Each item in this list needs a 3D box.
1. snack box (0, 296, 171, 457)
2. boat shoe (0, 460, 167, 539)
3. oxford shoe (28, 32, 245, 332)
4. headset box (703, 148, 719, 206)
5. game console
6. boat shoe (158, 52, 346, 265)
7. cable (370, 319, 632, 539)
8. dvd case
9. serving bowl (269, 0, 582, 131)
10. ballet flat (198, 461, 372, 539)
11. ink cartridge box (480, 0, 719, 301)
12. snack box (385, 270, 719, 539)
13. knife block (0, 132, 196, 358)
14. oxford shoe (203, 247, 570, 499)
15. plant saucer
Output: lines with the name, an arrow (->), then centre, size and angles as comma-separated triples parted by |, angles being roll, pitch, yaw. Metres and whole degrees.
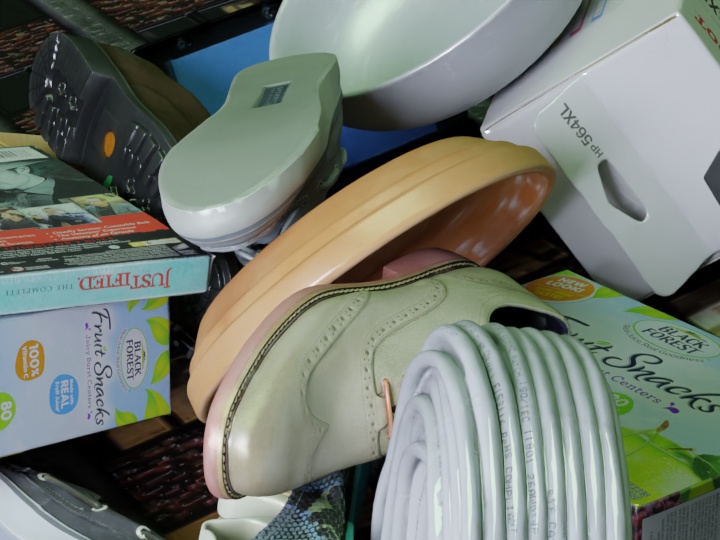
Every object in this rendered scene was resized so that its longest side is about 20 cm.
snack box -> -0.212, 0.037, 0.912 | 0.168, 0.068, 0.200 | 13, 17, 43
boat shoe -> -0.128, 0.120, 0.885 | 0.200, 0.070, 0.066 | 18, 21, 38
oxford shoe -> -0.091, -0.048, 1.026 | 0.084, 0.073, 0.200 | 5, 42, -38
headset box -> 0.265, -0.016, 0.941 | 0.199, 0.075, 0.149 | -3, 51, -28
game console -> -0.002, -0.072, 1.122 | 0.200, 0.119, 0.172 | -24, 34, -27
boat shoe -> -0.039, -0.042, 0.947 | 0.070, 0.072, 0.201 | -8, 21, 14
cable -> 0.046, 0.119, 0.729 | 0.069, 0.201, 0.200 | 4, 30, -6
dvd case -> -0.177, -0.021, 0.946 | 0.146, 0.022, 0.200 | -7, 22, -32
serving bowl -> 0.050, -0.145, 1.086 | 0.200, 0.066, 0.200 | -28, 35, 23
ballet flat -> -0.031, 0.106, 0.849 | 0.074, 0.075, 0.200 | -3, 14, 4
ink cartridge box -> 0.160, -0.088, 1.074 | 0.125, 0.129, 0.200 | -31, 20, 30
snack box -> 0.105, 0.067, 0.915 | 0.142, 0.053, 0.200 | -16, 27, -33
knife block -> -0.179, -0.005, 1.049 | 0.199, 0.064, 0.176 | 5, 29, -15
oxford shoe -> 0.014, 0.041, 0.833 | 0.074, 0.071, 0.200 | 15, 30, 32
plant saucer -> 0.000, 0.000, 0.949 | 0.200, 0.200, 0.038 | -27, 76, -31
